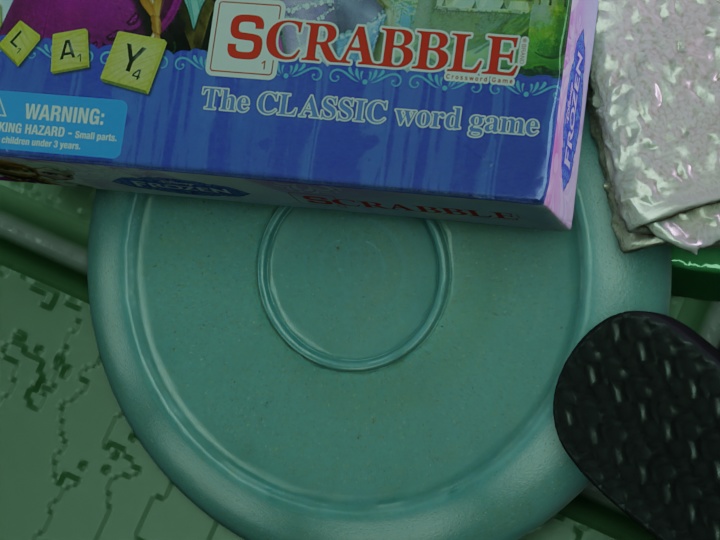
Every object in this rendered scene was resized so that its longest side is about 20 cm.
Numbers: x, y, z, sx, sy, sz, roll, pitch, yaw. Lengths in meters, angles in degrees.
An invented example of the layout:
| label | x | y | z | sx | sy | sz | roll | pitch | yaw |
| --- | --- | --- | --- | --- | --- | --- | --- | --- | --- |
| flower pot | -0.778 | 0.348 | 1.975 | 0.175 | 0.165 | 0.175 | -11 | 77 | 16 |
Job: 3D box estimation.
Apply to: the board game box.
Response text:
| label | x | y | z | sx | sy | sz | roll | pitch | yaw |
| --- | --- | --- | --- | --- | --- | --- | --- | --- | --- |
| board game box | -0.021 | -0.121 | 0.785 | 0.199 | 0.041 | 0.201 | 5 | 80 | 16 |

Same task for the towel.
| label | x | y | z | sx | sy | sz | roll | pitch | yaw |
| --- | --- | --- | --- | --- | --- | --- | --- | --- | --- |
| towel | 0.123 | -0.107 | 0.799 | 0.132 | 0.034 | 0.201 | -10 | 75 | -10 |

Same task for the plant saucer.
| label | x | y | z | sx | sy | sz | roll | pitch | yaw |
| --- | --- | --- | --- | --- | --- | --- | --- | --- | --- |
| plant saucer | 0.000 | 0.000 | 0.820 | 0.199 | 0.027 | 0.201 | 1 | 92 | 16 |

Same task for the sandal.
| label | x | y | z | sx | sy | sz | roll | pitch | yaw |
| --- | --- | --- | --- | --- | --- | --- | --- | --- | --- |
| sandal | 0.138 | 0.084 | 0.741 | 0.200 | 0.045 | 0.075 | 47 | 110 | 31 |

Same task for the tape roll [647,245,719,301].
| label | x | y | z | sx | sy | sz | roll | pitch | yaw |
| --- | --- | --- | --- | --- | --- | --- | --- | --- | --- |
| tape roll | 0.126 | -0.092 | 0.849 | 0.199 | 0.048 | 0.202 | -1 | 77 | 5 |
